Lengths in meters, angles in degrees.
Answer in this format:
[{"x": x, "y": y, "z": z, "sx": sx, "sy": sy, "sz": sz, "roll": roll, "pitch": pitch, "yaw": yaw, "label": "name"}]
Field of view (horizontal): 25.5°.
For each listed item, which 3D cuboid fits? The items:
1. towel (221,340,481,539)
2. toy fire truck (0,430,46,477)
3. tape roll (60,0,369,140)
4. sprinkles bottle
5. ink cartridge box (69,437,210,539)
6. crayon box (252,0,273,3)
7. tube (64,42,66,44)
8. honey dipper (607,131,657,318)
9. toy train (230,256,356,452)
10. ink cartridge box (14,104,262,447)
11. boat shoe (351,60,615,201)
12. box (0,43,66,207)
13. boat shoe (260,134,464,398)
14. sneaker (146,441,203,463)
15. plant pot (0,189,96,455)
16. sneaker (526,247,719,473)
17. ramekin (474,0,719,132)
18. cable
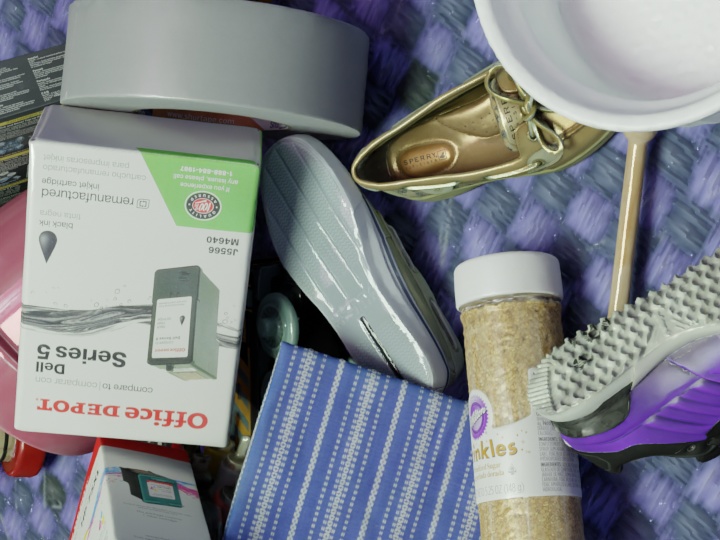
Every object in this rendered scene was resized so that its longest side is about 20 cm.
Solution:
[{"x": 0.024, "y": 0.142, "z": 1.000, "sx": 0.024, "sy": 0.198, "sz": 0.146, "roll": 132, "pitch": 155, "yaw": -76, "label": "towel"}, {"x": -0.335, "y": 0.082, "z": 1.364, "sx": 0.168, "sy": 0.111, "sz": 0.202, "roll": 48, "pitch": 127, "yaw": 53, "label": "toy fire truck"}, {"x": -0.094, "y": -0.131, "z": 1.048, "sx": 0.199, "sy": 0.199, "sz": 0.067, "roll": 5, "pitch": 88, "yaw": 39, "label": "tape roll"}, {"x": 0.099, "y": 0.092, "z": 0.980, "sx": 0.068, "sy": 0.068, "sz": 0.202, "roll": -16, "pitch": 72, "yaw": 40, "label": "sprinkles bottle"}, {"x": -0.150, "y": 0.187, "z": 1.037, "sx": 0.200, "sy": 0.067, "sz": 0.117, "roll": -127, "pitch": 52, "yaw": -69, "label": "ink cartridge box"}, {"x": -0.146, "y": -0.271, "z": 1.167, "sx": 0.172, "sy": 0.058, "sz": 0.202, "roll": -17, "pitch": 86, "yaw": 39, "label": "crayon box"}, {"x": -0.254, "y": -0.129, "z": 1.291, "sx": 0.200, "sy": 0.050, "sz": 0.078, "roll": -34, "pitch": 65, "yaw": 43, "label": "tube"}, {"x": 0.160, "y": 0.001, "z": 0.966, "sx": 0.038, "sy": 0.038, "sz": 0.202, "roll": 14, "pitch": 103, "yaw": 38, "label": "honey dipper"}, {"x": -0.053, "y": 0.080, "z": 1.133, "sx": 0.114, "sy": 0.085, "sz": 0.202, "roll": 13, "pitch": 108, "yaw": 51, "label": "toy train"}, {"x": -0.145, "y": 0.006, "z": 1.043, "sx": 0.144, "sy": 0.084, "sz": 0.202, "roll": 5, "pitch": 111, "yaw": -6, "label": "ink cartridge box"}, {"x": 0.082, "y": -0.087, "z": 0.998, "sx": 0.199, "sy": 0.062, "sz": 0.074, "roll": -25, "pitch": 80, "yaw": 39, "label": "boat shoe"}, {"x": -0.264, "y": -0.095, "z": 1.168, "sx": 0.049, "sy": 0.198, "sz": 0.161, "roll": 65, "pitch": 159, "yaw": 13, "label": "box"}, {"x": 0.000, "y": 0.000, "z": 1.066, "sx": 0.072, "sy": 0.062, "sz": 0.201, "roll": -30, "pitch": 85, "yaw": 30, "label": "boat shoe"}, {"x": -0.127, "y": 0.167, "z": 1.204, "sx": 0.077, "sy": 0.088, "sz": 0.202, "roll": -125, "pitch": 40, "yaw": -51, "label": "sneaker"}, {"x": -0.201, "y": 0.006, "z": 1.184, "sx": 0.179, "sy": 0.200, "sz": 0.201, "roll": -42, "pitch": 69, "yaw": 19, "label": "plant pot"}, {"x": 0.204, "y": 0.056, "z": 0.920, "sx": 0.199, "sy": 0.070, "sz": 0.100, "roll": -27, "pitch": 119, "yaw": 19, "label": "sneaker"}, {"x": 0.168, "y": -0.172, "z": 0.866, "sx": 0.199, "sy": 0.097, "sz": 0.203, "roll": -1, "pitch": 89, "yaw": 29, "label": "ramekin"}, {"x": -0.116, "y": 0.206, "z": 1.125, "sx": 0.097, "sy": 0.050, "sz": 0.202, "roll": -111, "pitch": 33, "yaw": -57, "label": "cable"}]
